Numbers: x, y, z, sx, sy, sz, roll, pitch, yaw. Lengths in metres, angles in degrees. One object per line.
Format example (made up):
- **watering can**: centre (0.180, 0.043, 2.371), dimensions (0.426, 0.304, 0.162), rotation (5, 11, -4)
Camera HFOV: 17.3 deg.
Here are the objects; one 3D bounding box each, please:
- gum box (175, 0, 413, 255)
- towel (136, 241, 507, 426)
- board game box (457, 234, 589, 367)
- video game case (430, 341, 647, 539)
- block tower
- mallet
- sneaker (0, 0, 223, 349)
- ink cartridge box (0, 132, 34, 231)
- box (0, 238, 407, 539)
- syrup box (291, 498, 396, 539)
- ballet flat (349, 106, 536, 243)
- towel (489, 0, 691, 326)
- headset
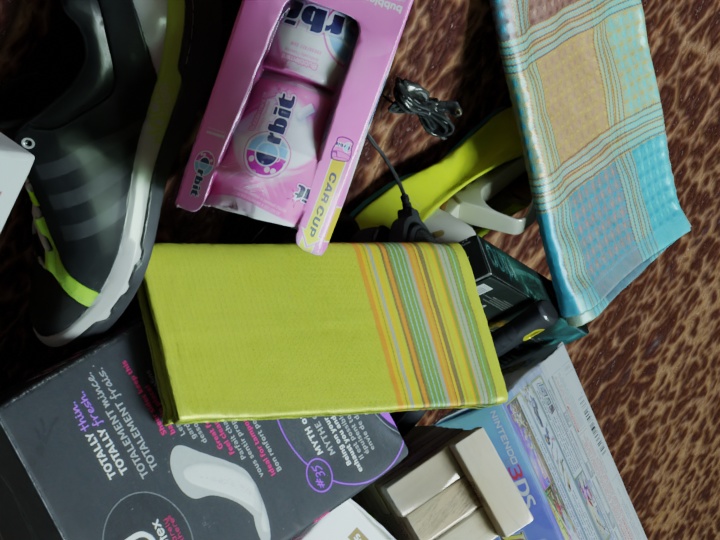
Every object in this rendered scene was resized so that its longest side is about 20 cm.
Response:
- **gum box**: centre (-0.028, -0.073, 1.014), dimensions (0.200, 0.066, 0.114), rotation (-115, -136, -87)
- **towel**: centre (-0.017, 0.027, 1.094), dimensions (0.200, 0.086, 0.018), rotation (-1, 157, -41)
- **board game box**: centre (0.039, 0.035, 1.334), dimensions (0.135, 0.028, 0.200), rotation (-24, 162, 14)
- **video game case**: centre (0.115, 0.151, 1.305), dimensions (0.045, 0.200, 0.181), rotation (-23, -179, 16)
- **block tower**: centre (0.017, 0.114, 1.216), dimensions (0.058, 0.054, 0.200), rotation (-33, -172, -19)
- **mallet**: centre (0.032, 0.072, 1.337), dimensions (0.200, 0.041, 0.066), rotation (-31, 163, 19)
- **sneaker**: centre (-0.124, -0.057, 1.003), dimensions (0.083, 0.072, 0.200), rotation (6, 123, -26)
- **ink cartridge box**: centre (-0.225, 0.020, 0.856), dimensions (0.146, 0.083, 0.200), rotation (5, 115, -62)
- **box**: centre (-0.095, 0.086, 1.085), dimensions (0.106, 0.122, 0.200), rotation (-25, -176, 46)
- **syrup box**: centre (-0.058, 0.204, 1.130), dimensions (0.200, 0.081, 0.079), rotation (-46, -173, -20)
- **ballet flat**: centre (0.054, -0.030, 1.333), dimensions (0.200, 0.067, 0.067), rotation (-38, 147, -36)
- **towel**: centre (0.134, -0.085, 1.356), dimensions (0.147, 0.022, 0.200), rotation (-36, 119, -48)
- **headset**: centre (0.000, 0.000, 1.213), dimensions (0.094, 0.123, 0.200), rotation (23, 82, -66)
